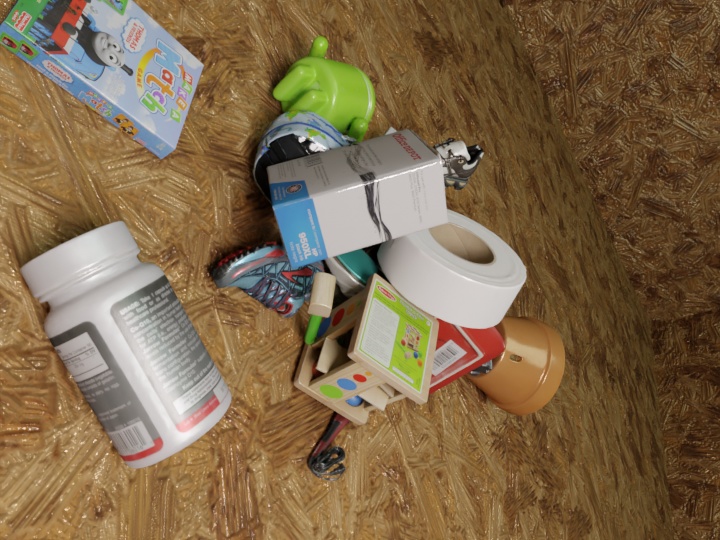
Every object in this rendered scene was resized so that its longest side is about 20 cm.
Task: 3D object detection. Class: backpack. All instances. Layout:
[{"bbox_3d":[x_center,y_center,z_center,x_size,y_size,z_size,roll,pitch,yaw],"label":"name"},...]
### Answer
[{"bbox_3d":[-0.063,-0.132,0.805,0.198,0.162,0.156,29,43,-36],"label":"backpack"}]

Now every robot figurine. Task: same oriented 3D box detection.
[{"bbox_3d":[-0.052,-0.282,0.910,0.199,0.115,0.178,-17,77,-56],"label":"robot figurine"}]

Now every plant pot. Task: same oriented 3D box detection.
[{"bbox_3d":[0.294,0.178,1.134,0.138,0.199,0.203,24,53,-27],"label":"plant pot"}]

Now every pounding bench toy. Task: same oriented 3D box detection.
[{"bbox_3d":[-0.023,0.094,0.741,0.199,0.155,0.126,36,46,-22],"label":"pounding bench toy"}]

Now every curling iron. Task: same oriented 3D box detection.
[{"bbox_3d":[-0.019,0.219,0.792,0.049,0.026,0.201,29,35,4],"label":"curling iron"}]

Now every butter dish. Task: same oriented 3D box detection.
[{"bbox_3d":[0.107,0.087,0.928,0.200,0.198,0.149,47,19,-31],"label":"butter dish"}]

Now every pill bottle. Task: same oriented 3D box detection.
[{"bbox_3d":[-0.214,0.065,0.515,0.114,0.113,0.203,-40,108,-54],"label":"pill bottle"}]

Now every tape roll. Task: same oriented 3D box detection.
[{"bbox_3d":[0.127,-0.012,0.774,0.199,0.072,0.204,19,30,-11],"label":"tape roll"}]

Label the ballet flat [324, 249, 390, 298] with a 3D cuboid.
[{"bbox_3d":[0.014,0.025,0.791,0.198,0.070,0.070,33,45,-10],"label":"ballet flat"}]

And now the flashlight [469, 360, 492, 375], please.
[{"bbox_3d":[0.226,0.094,1.080,0.067,0.067,0.204,32,50,-45],"label":"flashlight"}]

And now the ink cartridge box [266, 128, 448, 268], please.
[{"bbox_3d":[-0.008,-0.095,0.681,0.145,0.196,0.086,-112,-173,-60],"label":"ink cartridge box"}]

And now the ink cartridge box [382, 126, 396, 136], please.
[{"bbox_3d":[0.060,-0.150,0.996,0.145,0.084,0.201,37,42,-7],"label":"ink cartridge box"}]

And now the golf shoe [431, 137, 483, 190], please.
[{"bbox_3d":[0.132,-0.195,0.956,0.197,0.095,0.079,-9,63,-41],"label":"golf shoe"}]

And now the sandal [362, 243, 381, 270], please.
[{"bbox_3d":[0.067,-0.020,0.884,0.198,0.054,0.083,-21,98,-33],"label":"sandal"}]

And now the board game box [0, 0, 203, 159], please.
[{"bbox_3d":[-0.283,-0.249,0.636,0.199,0.036,0.154,38,46,-41],"label":"board game box"}]

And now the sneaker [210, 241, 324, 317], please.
[{"bbox_3d":[-0.106,0.014,0.726,0.199,0.078,0.097,-8,83,-56],"label":"sneaker"}]

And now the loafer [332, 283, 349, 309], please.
[{"bbox_3d":[0.000,0.000,0.884,0.200,0.074,0.071,-40,111,-54],"label":"loafer"}]
